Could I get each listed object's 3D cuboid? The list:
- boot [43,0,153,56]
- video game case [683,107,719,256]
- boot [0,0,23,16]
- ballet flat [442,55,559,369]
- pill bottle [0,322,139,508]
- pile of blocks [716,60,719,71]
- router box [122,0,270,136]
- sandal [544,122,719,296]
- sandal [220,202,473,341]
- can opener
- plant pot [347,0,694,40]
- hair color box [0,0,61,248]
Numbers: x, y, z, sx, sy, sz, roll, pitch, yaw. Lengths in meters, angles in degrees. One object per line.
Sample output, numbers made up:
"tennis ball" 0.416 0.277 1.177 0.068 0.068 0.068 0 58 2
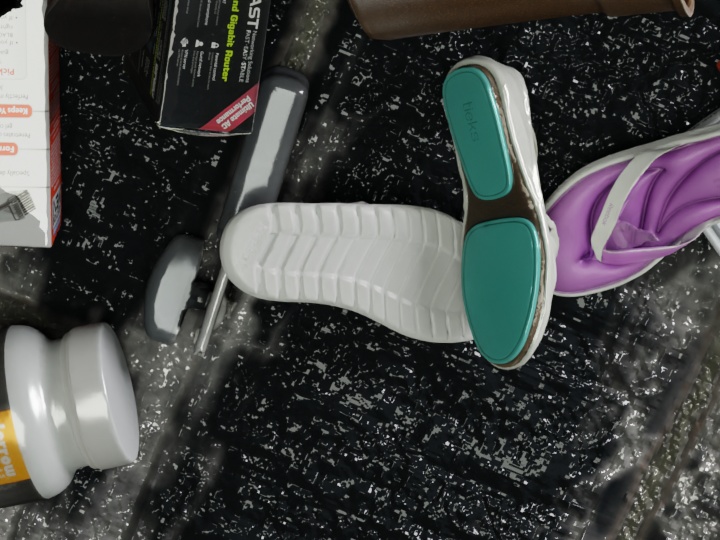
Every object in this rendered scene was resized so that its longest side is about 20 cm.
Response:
"boot" -0.150 -0.250 1.590 0.068 0.189 0.201 4 63 2
"video game case" 0.320 -0.046 1.710 0.181 0.023 0.200 -35 102 11
"boot" -0.227 -0.237 1.605 0.197 0.073 0.164 -15 70 2
"ballet flat" 0.098 -0.040 1.686 0.069 0.069 0.202 -8 94 4
"pill bottle" -0.253 0.100 1.724 0.199 0.116 0.117 -12 105 6
"pile of blocks" 0.273 -0.186 1.653 0.062 0.082 0.201 14 83 41
"router box" -0.095 -0.197 1.610 0.062 0.150 0.201 5 107 -16
"sandal" 0.190 -0.042 1.682 0.202 0.050 0.083 -29 104 24
"sandal" 0.002 -0.007 1.705 0.201 0.050 0.083 14 89 -23
"can opener" -0.091 -0.040 1.710 0.066 0.053 0.201 16 105 -4
"plant pot" 0.085 -0.232 1.584 0.197 0.200 0.202 -11 106 12
"hair color box" -0.250 -0.119 1.688 0.110 0.064 0.202 2 104 1
